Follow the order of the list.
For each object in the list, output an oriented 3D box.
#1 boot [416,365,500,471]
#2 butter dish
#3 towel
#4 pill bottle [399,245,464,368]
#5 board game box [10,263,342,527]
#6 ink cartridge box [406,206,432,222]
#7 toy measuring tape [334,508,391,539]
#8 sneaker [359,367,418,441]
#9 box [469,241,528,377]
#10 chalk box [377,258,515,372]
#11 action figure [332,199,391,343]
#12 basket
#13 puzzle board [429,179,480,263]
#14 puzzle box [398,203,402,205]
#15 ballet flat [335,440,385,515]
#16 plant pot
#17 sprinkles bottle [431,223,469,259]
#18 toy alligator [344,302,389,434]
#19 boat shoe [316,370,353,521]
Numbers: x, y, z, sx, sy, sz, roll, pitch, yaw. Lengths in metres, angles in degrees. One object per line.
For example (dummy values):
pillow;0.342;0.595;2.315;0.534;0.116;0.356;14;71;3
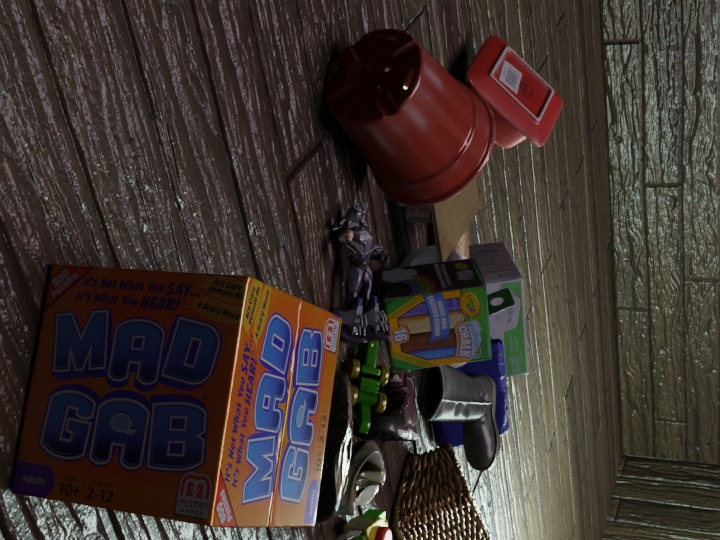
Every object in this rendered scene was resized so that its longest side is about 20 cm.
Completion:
boot;0.166;0.247;1.792;0.200;0.072;0.183;17;67;-62
butter dish;0.260;-0.312;2.019;0.199;0.148;0.200;42;42;-10
towel;0.192;0.220;1.931;0.050;0.147;0.201;-115;-166;-63
pill bottle;0.134;0.067;1.781;0.112;0.112;0.201;-64;149;-44
board game box;-0.156;0.116;0.962;0.200;0.199;0.201;29;66;-65
ink cartridge box;0.134;-0.152;1.772;0.200;0.048;0.146;-5;97;-68
toy measuring tape;-0.004;0.401;1.542;0.200;0.073;0.074;-12;103;-67
sneaker;0.045;0.204;1.649;0.200;0.075;0.116;43;47;-75
box;0.245;0.073;1.997;0.177;0.096;0.201;-104;-173;-67
chalk box;0.133;0.064;1.625;0.125;0.199;0.125;-97;180;-69
action figure;0.000;0.000;1.507;0.130;0.069;0.201;-4;94;-63
basket;0.123;0.405;1.862;0.200;0.148;0.143;64;3;-50
puzzle board;0.150;-0.124;1.740;0.200;0.017;0.151;-53;139;-51
puzzle box;0.069;-0.220;1.701;0.133;0.025;0.201;47;50;-61
ballet flat;0.004;0.309;1.558;0.200;0.062;0.068;-36;126;-63
plant pot;0.060;-0.222;1.486;0.195;0.200;0.202;39;56;-53
sprinkles bottle;0.162;-0.011;1.898;0.068;0.068;0.201;-29;119;-64
toy alligator;0.005;0.145;1.565;0.054;0.059;0.201;142;-42;-57
boat shoe;-0.046;0.230;1.426;0.074;0.075;0.201;-14;114;-72
